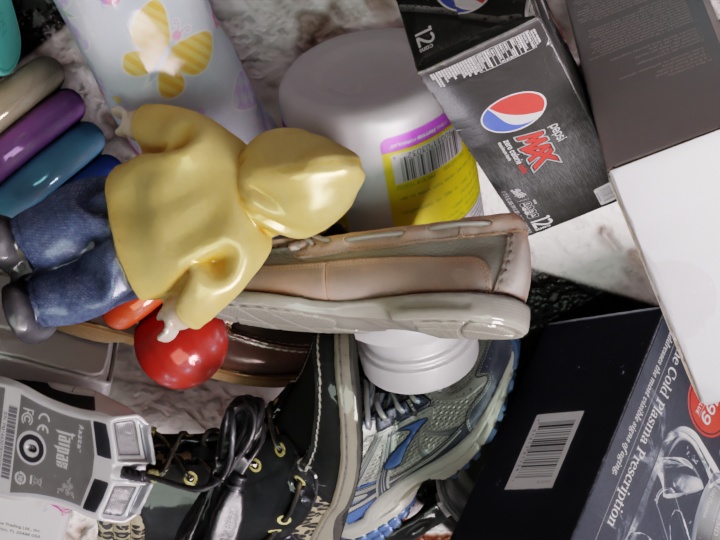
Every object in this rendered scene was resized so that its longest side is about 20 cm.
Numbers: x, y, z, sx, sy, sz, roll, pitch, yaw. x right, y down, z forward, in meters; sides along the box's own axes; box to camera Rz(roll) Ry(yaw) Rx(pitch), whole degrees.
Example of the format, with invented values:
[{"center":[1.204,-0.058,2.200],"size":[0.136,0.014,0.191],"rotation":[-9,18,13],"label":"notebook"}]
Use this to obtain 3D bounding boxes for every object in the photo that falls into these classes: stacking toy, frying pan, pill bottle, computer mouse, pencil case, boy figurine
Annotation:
[{"center":[-0.144,-0.020,0.958],"size":[0.085,0.085,0.200],"rotation":[-36,99,22],"label":"stacking toy"},{"center":[0.085,0.158,1.146],"size":[0.114,0.031,0.190],"rotation":[30,122,-19],"label":"frying pan"},{"center":[0.020,-0.029,0.975],"size":[0.103,0.105,0.201],"rotation":[-8,124,5],"label":"pill bottle"},{"center":[-0.149,0.103,0.973],"size":[0.198,0.044,0.111],"rotation":[15,103,19],"label":"computer mouse"},{"center":[-0.116,-0.132,0.917],"size":[0.083,0.091,0.201],"rotation":[-29,123,-7],"label":"pencil case"},{"center":[-0.094,-0.032,0.877],"size":[0.198,0.064,0.125],"rotation":[-21,80,8],"label":"boy figurine"}]

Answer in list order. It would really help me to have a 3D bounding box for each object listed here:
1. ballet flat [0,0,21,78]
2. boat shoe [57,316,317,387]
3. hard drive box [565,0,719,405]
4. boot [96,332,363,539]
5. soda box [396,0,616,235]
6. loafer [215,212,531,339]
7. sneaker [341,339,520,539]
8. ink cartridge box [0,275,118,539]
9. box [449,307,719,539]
[{"center":[-0.221,-0.186,0.863],"size":[0.070,0.071,0.201],"rotation":[-2,125,1],"label":"ballet flat"},{"center":[-0.106,0.015,1.023],"size":[0.198,0.071,0.071],"rotation":[13,127,-9],"label":"boat shoe"},{"center":[0.176,-0.056,0.900],"size":[0.076,0.201,0.157],"rotation":[-20,123,13],"label":"hard drive box"},{"center":[-0.079,0.108,1.003],"size":[0.152,0.074,0.204],"rotation":[4,140,-7],"label":"boot"},{"center":[0.078,-0.093,0.860],"size":[0.063,0.071,0.200],"rotation":[-21,153,11],"label":"soda box"},{"center":[0.000,0.000,0.904],"size":[0.198,0.063,0.072],"rotation":[3,168,27],"label":"loafer"},{"center":[0.024,0.096,1.080],"size":[0.085,0.077,0.200],"rotation":[32,118,-16],"label":"sneaker"},{"center":[-0.245,0.103,1.074],"size":[0.144,0.084,0.201],"rotation":[15,122,-11],"label":"ink cartridge box"},{"center":[0.168,0.158,1.035],"size":[0.104,0.201,0.182],"rotation":[-10,134,49],"label":"box"}]
